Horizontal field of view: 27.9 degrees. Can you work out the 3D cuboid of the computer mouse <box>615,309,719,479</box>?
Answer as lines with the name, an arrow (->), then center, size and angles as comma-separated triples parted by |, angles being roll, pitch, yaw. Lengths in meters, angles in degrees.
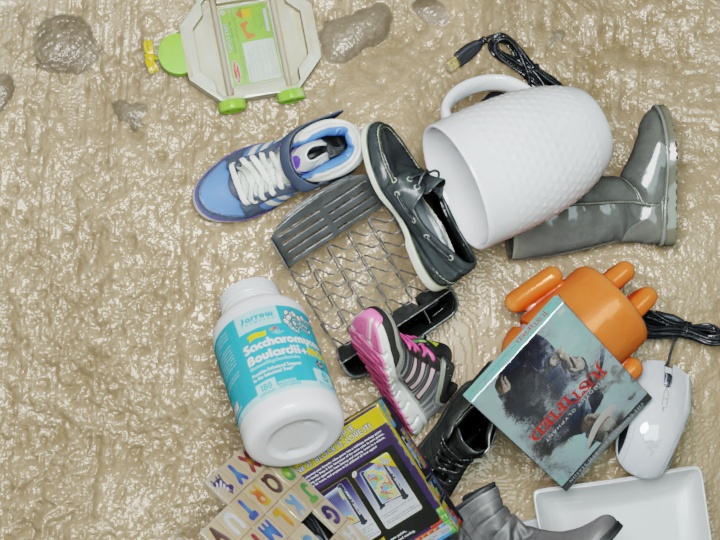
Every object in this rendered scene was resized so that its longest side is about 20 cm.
computer mouse -> 0.346, 0.139, 1.643 | 0.109, 0.044, 0.201 | 19, 69, -3

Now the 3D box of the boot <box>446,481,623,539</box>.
boot -> 0.175, 0.286, 1.586 | 0.200, 0.070, 0.132 | -34, 78, 14

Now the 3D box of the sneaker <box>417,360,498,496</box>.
sneaker -> 0.108, 0.187, 1.590 | 0.060, 0.104, 0.200 | 28, 95, -4

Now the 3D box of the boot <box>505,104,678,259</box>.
boot -> 0.264, -0.103, 1.673 | 0.199, 0.073, 0.183 | 0, 83, 1

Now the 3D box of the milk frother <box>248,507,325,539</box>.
milk frother -> -0.122, 0.362, 1.488 | 0.181, 0.200, 0.188 | 46, 109, 1

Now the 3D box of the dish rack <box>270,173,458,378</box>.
dish rack -> 0.000, 0.000, 1.609 | 0.153, 0.055, 0.200 | -34, 112, -9

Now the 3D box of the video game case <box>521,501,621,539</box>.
video game case -> 0.240, 0.377, 1.645 | 0.143, 0.018, 0.201 | -11, 86, -7

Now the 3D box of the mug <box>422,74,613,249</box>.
mug -> 0.166, -0.142, 1.588 | 0.175, 0.148, 0.200 | -24, 55, -14

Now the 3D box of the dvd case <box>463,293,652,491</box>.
dvd case -> 0.215, 0.135, 1.555 | 0.146, 0.022, 0.200 | -47, 128, -1

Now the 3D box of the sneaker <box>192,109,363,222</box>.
sneaker -> -0.090, -0.116, 1.593 | 0.199, 0.146, 0.081 | -18, 87, -7

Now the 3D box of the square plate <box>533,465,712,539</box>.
square plate -> 0.302, 0.333, 1.632 | 0.197, 0.028, 0.201 | -7, 85, -7

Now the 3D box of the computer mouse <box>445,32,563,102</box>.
computer mouse -> 0.138, -0.184, 1.672 | 0.200, 0.046, 0.140 | -43, 91, -8

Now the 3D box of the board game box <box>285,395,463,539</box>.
board game box -> -0.015, 0.259, 1.583 | 0.200, 0.057, 0.166 | -32, 87, 12

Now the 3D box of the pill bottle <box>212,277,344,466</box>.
pill bottle -> -0.096, 0.103, 1.560 | 0.110, 0.111, 0.200 | -18, 52, -7

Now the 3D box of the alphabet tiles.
alphabet tiles -> -0.085, 0.259, 1.468 | 0.167, 0.200, 0.008 | 43, 114, 5

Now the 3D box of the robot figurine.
robot figurine -> 0.239, 0.074, 1.624 | 0.200, 0.117, 0.144 | -42, 125, -6

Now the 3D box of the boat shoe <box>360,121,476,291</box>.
boat shoe -> 0.068, -0.077, 1.571 | 0.066, 0.074, 0.200 | -21, 92, 38

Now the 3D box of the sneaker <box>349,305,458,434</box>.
sneaker -> 0.054, 0.094, 1.581 | 0.087, 0.200, 0.074 | -37, 46, -10

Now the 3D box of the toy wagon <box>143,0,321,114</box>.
toy wagon -> -0.149, -0.258, 1.655 | 0.199, 0.040, 0.156 | -11, 86, -6
